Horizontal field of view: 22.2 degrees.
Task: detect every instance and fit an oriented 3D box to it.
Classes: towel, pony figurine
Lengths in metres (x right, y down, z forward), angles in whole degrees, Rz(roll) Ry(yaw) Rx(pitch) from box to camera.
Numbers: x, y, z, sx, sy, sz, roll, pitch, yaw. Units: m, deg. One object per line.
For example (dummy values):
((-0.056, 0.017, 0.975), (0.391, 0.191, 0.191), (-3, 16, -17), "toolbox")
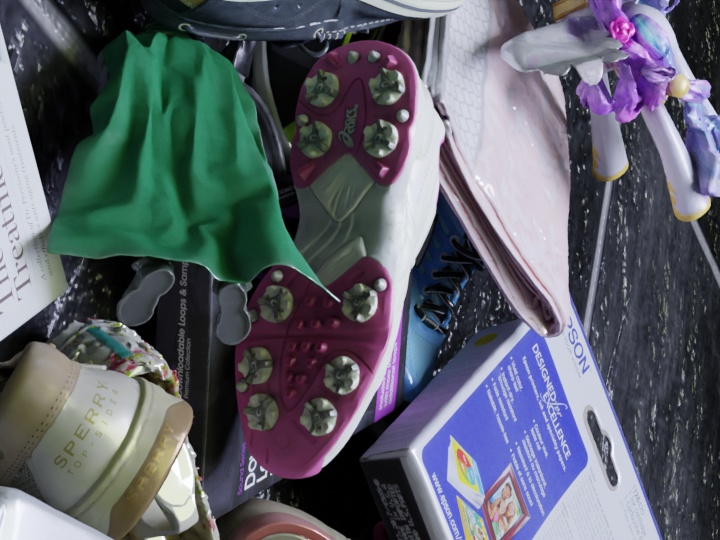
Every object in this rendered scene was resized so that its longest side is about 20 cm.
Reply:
((0.074, -0.094, 1.024), (0.201, 0.032, 0.191), (-84, 151, -42), "towel")
((0.148, -0.130, 1.024), (0.201, 0.166, 0.193), (60, -10, -25), "pony figurine")

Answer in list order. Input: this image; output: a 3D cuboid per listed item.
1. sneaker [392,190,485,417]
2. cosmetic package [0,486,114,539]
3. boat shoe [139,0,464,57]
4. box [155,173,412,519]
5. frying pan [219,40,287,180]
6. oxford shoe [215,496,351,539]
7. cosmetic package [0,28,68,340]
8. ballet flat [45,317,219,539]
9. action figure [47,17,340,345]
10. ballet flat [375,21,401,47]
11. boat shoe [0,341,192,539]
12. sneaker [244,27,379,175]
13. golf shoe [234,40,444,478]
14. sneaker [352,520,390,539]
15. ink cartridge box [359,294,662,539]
((0.042, -0.013, 1.061), (0.078, 0.089, 0.202), (46, 47, -55), "sneaker")
((-0.137, 0.173, 0.581), (0.200, 0.166, 0.168), (43, 50, -57), "cosmetic package")
((-0.025, -0.144, 0.878), (0.199, 0.062, 0.075), (-10, 71, -46), "boat shoe")
((-0.034, 0.027, 0.911), (0.200, 0.036, 0.144), (-25, 123, -56), "box")
((-0.072, -0.073, 0.891), (0.115, 0.031, 0.192), (-24, 111, -62), "frying pan")
((0.001, 0.173, 0.923), (0.071, 0.074, 0.200), (-44, 118, -2), "oxford shoe")
((-0.182, -0.055, 0.643), (0.151, 0.051, 0.202), (-43, 126, -55), "cosmetic package")
((-0.090, 0.115, 0.797), (0.075, 0.064, 0.201), (-35, 120, -33), "ballet flat")
((-0.080, -0.051, 0.792), (0.201, 0.117, 0.055), (-101, -148, -50), "action figure")
((0.039, -0.128, 1.075), (0.063, 0.067, 0.201), (106, 2, -47), "ballet flat")
((-0.126, 0.059, 0.629), (0.065, 0.200, 0.073), (34, 67, -19), "boat shoe")
((-0.016, -0.137, 0.959), (0.072, 0.082, 0.202), (-37, 121, -59), "sneaker")
((0.000, 0.000, 0.851), (0.091, 0.075, 0.202), (25, 79, -65), "golf shoe")
((0.033, 0.182, 1.041), (0.200, 0.080, 0.087), (9, 78, -65), "sneaker")
((0.093, 0.140, 1.044), (0.200, 0.047, 0.199), (-41, 114, -51), "ink cartridge box")
